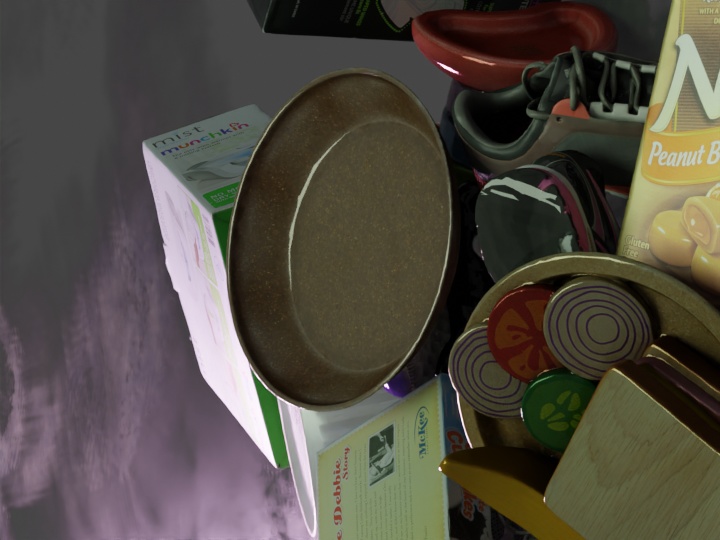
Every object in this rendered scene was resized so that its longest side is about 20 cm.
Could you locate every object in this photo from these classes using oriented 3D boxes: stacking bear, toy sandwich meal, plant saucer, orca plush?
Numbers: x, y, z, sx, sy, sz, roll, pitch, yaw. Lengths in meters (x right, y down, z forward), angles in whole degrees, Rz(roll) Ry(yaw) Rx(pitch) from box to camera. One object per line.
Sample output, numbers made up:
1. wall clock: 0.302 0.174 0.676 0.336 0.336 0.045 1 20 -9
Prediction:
1. stacking bear: 0.097 -0.049 1.560 0.114 0.121 0.201 -123 31 -62
2. toy sandwich meal: 0.128 0.088 1.321 0.205 0.070 0.206 14 120 27
3. plant saucer: -0.004 -0.017 1.497 0.200 0.037 0.201 -11 75 47
4. orca plush: 0.065 0.049 1.513 0.105 0.071 0.201 36 144 39

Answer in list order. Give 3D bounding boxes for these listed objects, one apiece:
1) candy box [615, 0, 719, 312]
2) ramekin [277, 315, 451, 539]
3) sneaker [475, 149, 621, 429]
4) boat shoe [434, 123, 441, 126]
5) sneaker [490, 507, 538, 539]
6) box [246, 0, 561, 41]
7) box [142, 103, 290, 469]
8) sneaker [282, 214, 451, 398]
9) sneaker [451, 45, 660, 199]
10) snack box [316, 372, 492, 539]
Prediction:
1. candy box: 0.207 -0.072 1.317 0.115 0.055 0.201 17 100 37
2. ramekin: 0.005 0.086 1.664 0.200 0.105 0.201 169 90 -83
3. sneaker: 0.126 0.026 1.394 0.080 0.086 0.201 4 116 31
4. boat shoe: 0.012 -0.074 1.773 0.200 0.062 0.071 26 111 60
5. sneaker: 0.131 0.148 1.434 0.200 0.082 0.075 22 75 33
6. box: 0.024 -0.232 1.594 0.149 0.199 0.125 64 142 42
7. box: -0.069 0.009 1.813 0.176 0.096 0.201 -137 30 -63
8. sneaker: 0.000 0.000 1.571 0.070 0.099 0.201 72 -167 -48
9. sneaker: 0.138 -0.085 1.405 0.199 0.082 0.077 -13 50 27
10. snack box: 0.025 0.170 1.452 0.116 0.037 0.201 -34 45 39
